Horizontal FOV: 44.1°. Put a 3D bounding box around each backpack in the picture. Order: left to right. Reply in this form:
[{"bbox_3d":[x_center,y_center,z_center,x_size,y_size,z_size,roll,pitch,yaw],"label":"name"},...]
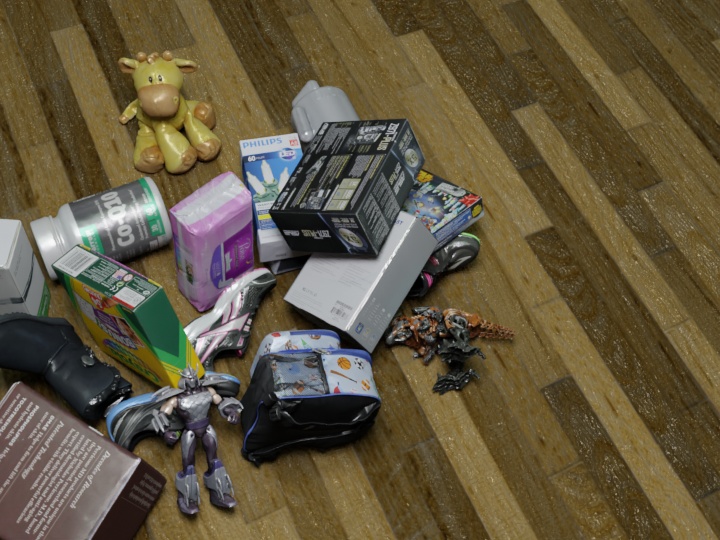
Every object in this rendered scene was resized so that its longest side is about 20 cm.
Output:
[{"bbox_3d":[-0.070,0.177,1.257,0.187,0.201,0.157,6,58,-18],"label":"backpack"}]

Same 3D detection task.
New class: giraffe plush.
[{"bbox_3d":[-0.331,-0.287,1.508,0.170,0.163,0.201,-25,65,-19],"label":"giraffe plush"}]

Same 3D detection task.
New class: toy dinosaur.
[{"bbox_3d":[0.138,0.099,1.374,0.197,0.103,0.137,-18,42,8],"label":"toy dinosaur"}]

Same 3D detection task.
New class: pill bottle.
[{"bbox_3d":[-0.405,-0.063,1.396,0.197,0.114,0.114,-23,63,-18],"label":"pill bottle"}]

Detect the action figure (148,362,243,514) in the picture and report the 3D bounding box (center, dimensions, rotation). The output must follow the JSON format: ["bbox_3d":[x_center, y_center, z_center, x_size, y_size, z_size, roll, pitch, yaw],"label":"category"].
[{"bbox_3d":[-0.220,0.224,1.215,0.128,0.069,0.204,-10,98,-25],"label":"action figure"}]

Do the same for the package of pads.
[{"bbox_3d":[-0.222,-0.042,1.353,0.120,0.202,0.076,-35,63,-28],"label":"package of pads"}]

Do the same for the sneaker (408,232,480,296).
[{"bbox_3d":[0.107,0.002,1.428,0.197,0.078,0.084,-22,42,-7],"label":"sneaker"}]

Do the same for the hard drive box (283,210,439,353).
[{"bbox_3d":[0.000,0.000,1.351,0.155,0.077,0.202,24,77,44],"label":"hard drive box"}]

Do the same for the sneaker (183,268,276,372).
[{"bbox_3d":[-0.196,0.087,1.361,0.086,0.080,0.200,44,72,6],"label":"sneaker"}]

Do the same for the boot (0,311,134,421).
[{"bbox_3d":[-0.426,0.138,1.242,0.167,0.199,0.077,38,102,19],"label":"boot"}]

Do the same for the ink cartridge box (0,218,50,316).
[{"bbox_3d":[-0.545,0.011,1.284,0.143,0.201,0.084,4,58,-4],"label":"ink cartridge box"}]

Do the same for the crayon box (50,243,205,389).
[{"bbox_3d":[-0.326,0.070,1.251,0.198,0.174,0.058,22,52,37],"label":"crayon box"}]

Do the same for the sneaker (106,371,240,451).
[{"bbox_3d":[-0.263,0.206,1.279,0.197,0.071,0.084,-22,67,-12],"label":"sneaker"}]

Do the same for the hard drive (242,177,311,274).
[{"bbox_3d":[-0.115,-0.099,1.490,0.132,0.043,0.203,-14,61,-14],"label":"hard drive"}]

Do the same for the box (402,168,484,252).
[{"bbox_3d":[0.088,-0.107,1.472,0.136,0.040,0.199,-35,43,-24],"label":"box"}]

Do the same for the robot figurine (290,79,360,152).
[{"bbox_3d":[-0.050,-0.235,1.534,0.168,0.113,0.202,5,49,-45],"label":"robot figurine"}]

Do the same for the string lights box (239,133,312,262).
[{"bbox_3d":[-0.131,-0.120,1.440,0.101,0.059,0.203,-9,61,-12],"label":"string lights box"}]

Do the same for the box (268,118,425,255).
[{"bbox_3d":[-0.018,-0.128,1.333,0.161,0.087,0.202,3,50,33],"label":"box"}]

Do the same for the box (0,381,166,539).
[{"bbox_3d":[-0.388,0.279,1.147,0.198,0.166,0.166,28,70,11],"label":"box"}]
